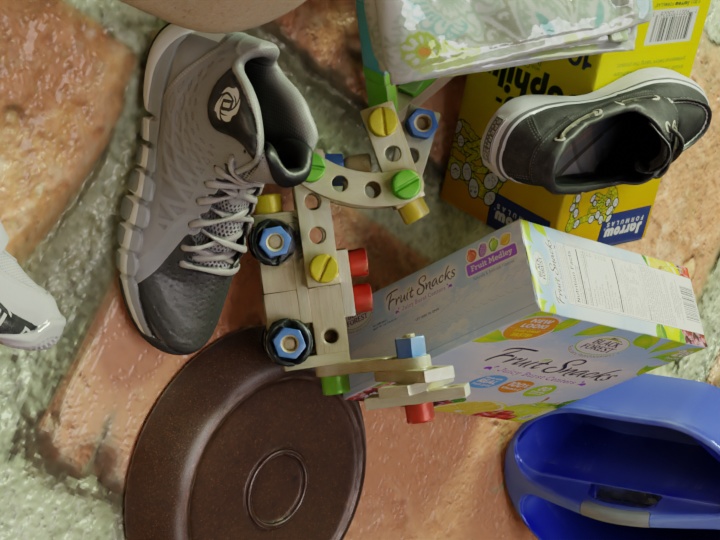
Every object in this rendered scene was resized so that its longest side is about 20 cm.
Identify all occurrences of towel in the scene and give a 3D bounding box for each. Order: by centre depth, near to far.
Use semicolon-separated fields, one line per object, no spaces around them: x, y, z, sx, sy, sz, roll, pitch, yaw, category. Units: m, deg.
0.080;-0.216;0.979;0.170;0.048;0.202;-11;102;-14;towel

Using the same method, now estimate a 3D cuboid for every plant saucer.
-0.062;0.136;1.089;0.199;0.034;0.202;-14;110;-42;plant saucer

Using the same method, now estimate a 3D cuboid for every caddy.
0.206;0.157;1.256;0.105;0.199;0.142;-42;131;-50;caddy

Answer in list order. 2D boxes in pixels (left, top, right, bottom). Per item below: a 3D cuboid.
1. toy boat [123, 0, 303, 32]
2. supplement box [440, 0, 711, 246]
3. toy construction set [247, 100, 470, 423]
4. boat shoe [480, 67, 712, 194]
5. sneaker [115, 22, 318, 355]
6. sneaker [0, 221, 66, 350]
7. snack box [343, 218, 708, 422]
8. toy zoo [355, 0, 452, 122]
-0.098;-0.218;0.889;0.199;0.130;0.131;21;48;-32;toy boat
0.145;-0.125;1.138;0.109;0.109;0.201;-12;123;-42;supplement box
0.000;0.000;1.035;0.130;0.092;0.202;-8;77;-6;toy construction set
0.163;-0.081;1.046;0.199;0.066;0.070;-8;121;-43;boat shoe
-0.078;-0.040;0.962;0.075;0.115;0.202;-8;107;-43;sneaker
-0.208;-0.042;0.859;0.200;0.075;0.115;37;78;-41;sneaker
0.107;0.040;1.128;0.199;0.168;0.068;11;60;-48;snack box
0.044;-0.202;1.067;0.131;0.020;0.201;-42;144;-30;toy zoo
